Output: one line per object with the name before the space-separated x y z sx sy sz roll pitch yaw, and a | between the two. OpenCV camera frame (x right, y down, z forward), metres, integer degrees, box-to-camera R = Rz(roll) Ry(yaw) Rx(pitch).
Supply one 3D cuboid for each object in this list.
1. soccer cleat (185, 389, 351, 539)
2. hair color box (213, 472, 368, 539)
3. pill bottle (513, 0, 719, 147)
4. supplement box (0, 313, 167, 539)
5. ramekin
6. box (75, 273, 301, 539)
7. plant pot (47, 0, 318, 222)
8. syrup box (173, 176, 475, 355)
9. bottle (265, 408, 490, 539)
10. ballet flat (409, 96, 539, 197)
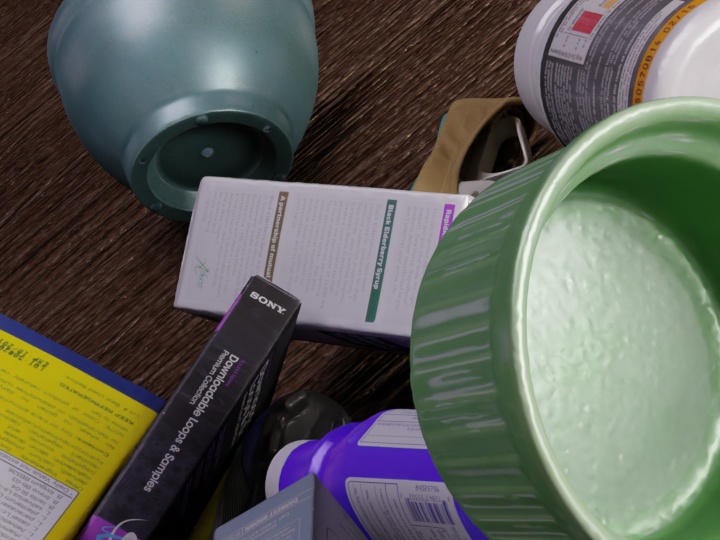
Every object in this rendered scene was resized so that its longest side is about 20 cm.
soccer cleat | -0.065 0.151 1.158 0.200 0.065 0.084 -57 -1 -31
hair color box | -0.017 0.186 0.941 0.061 0.099 0.200 -31 23 14
pill bottle | 0.165 -0.102 1.201 0.116 0.116 0.200 -41 23 -7
supplement box | -0.195 0.129 1.107 0.110 0.109 0.200 -66 -6 33
ramekin | 0.117 0.036 0.911 0.200 0.200 0.098 -50 17 -27
box | -0.099 0.115 1.165 0.200 0.036 0.143 -59 -6 -34
plant pot | -0.118 -0.121 1.601 0.200 0.200 0.135 -30 50 19
syrup box | 0.000 0.000 1.210 0.200 0.079 0.082 7 83 41
bottle | 0.028 0.106 1.049 0.065 0.084 0.200 -48 24 -27
ballet flat | 0.067 -0.048 1.316 0.063 0.069 0.200 -11 33 21
